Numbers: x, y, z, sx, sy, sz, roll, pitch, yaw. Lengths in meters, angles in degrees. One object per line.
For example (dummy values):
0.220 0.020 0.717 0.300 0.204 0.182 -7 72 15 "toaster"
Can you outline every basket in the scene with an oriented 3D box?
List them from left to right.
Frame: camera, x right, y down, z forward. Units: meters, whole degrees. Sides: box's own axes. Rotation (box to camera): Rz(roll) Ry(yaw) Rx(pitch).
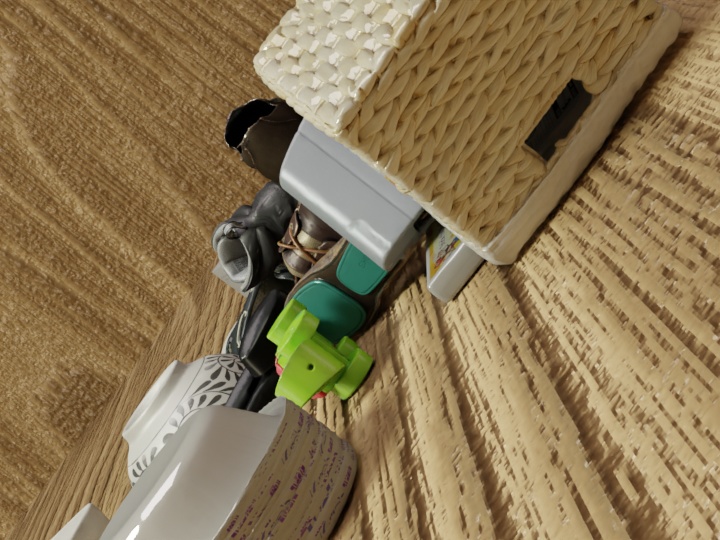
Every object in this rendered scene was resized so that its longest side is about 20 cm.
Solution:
0.062 -0.147 1.066 0.199 0.161 0.200 -54 27 5 "basket"

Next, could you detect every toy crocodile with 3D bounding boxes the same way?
-0.039 0.068 1.254 0.062 0.067 0.200 -54 8 0 "toy crocodile"

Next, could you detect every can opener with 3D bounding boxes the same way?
-0.096 0.116 1.398 0.063 0.078 0.201 -3 59 59 "can opener"

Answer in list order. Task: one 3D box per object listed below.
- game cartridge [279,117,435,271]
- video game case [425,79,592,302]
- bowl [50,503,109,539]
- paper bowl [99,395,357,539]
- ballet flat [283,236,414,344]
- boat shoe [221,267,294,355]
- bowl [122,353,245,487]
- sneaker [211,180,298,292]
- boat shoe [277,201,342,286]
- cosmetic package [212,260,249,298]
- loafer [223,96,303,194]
0.034 -0.115 1.221 0.200 0.133 0.042 -52 -21 0 "game cartridge"
0.110 -0.079 1.184 0.182 0.023 0.200 -51 9 15 "video game case"
-0.314 0.347 1.626 0.200 0.074 0.200 -46 12 48 "bowl"
-0.099 0.169 1.057 0.201 0.104 0.201 -52 7 9 "paper bowl"
0.000 0.000 1.318 0.067 0.068 0.200 -55 7 -36 "ballet flat"
-0.077 0.020 1.668 0.060 0.075 0.201 -38 30 64 "boat shoe"
-0.161 0.146 1.529 0.201 0.094 0.201 -51 9 11 "bowl"
-0.073 -0.021 1.495 0.114 0.076 0.200 -34 -26 -8 "sneaker"
-0.032 -0.020 1.381 0.072 0.072 0.200 -47 -18 -25 "boat shoe"
-0.089 -0.060 2.011 0.200 0.081 0.113 -55 10 -18 "cosmetic package"
-0.076 -0.120 1.362 0.073 0.071 0.200 -56 15 2 "loafer"
